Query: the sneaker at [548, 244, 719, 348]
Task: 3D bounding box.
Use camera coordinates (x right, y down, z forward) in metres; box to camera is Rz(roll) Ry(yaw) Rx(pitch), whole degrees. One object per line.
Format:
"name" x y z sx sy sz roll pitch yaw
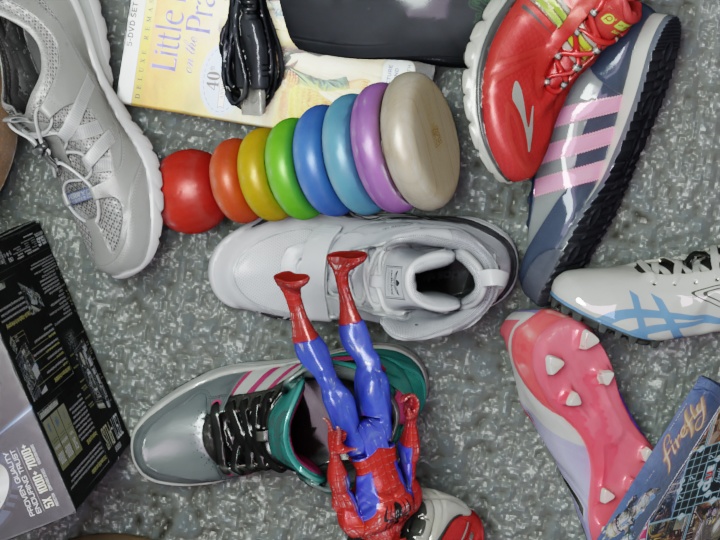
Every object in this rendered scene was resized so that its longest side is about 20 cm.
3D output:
"sneaker" 0.215 0.009 1.282 0.199 0.072 0.073 2 109 -12

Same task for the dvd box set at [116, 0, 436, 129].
"dvd box set" -0.047 -0.162 1.302 0.199 0.029 0.147 10 97 0

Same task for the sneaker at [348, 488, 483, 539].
"sneaker" 0.015 0.230 1.318 0.085 0.077 0.200 18 114 -38

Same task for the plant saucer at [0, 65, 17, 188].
"plant saucer" -0.315 -0.092 1.277 0.199 0.032 0.201 -1 71 2

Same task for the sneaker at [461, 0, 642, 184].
"sneaker" 0.123 -0.147 1.221 0.085 0.077 0.201 14 82 38

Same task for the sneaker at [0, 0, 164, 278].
"sneaker" -0.188 -0.087 1.278 0.075 0.082 0.201 -22 89 44

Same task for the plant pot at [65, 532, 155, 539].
"plant pot" -0.167 0.278 1.326 0.200 0.093 0.202 0 96 3

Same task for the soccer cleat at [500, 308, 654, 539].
"soccer cleat" 0.147 0.112 1.316 0.067 0.076 0.200 -31 113 -15

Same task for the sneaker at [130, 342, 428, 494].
"sneaker" -0.054 0.101 1.286 0.199 0.121 0.084 -16 96 4

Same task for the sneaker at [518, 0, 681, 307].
"sneaker" 0.131 -0.079 1.297 0.082 0.070 0.200 25 98 21

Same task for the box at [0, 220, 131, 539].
"box" -0.223 0.067 1.249 0.086 0.200 0.164 -22 96 5

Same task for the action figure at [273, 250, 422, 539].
"action figure" 0.002 0.092 1.220 0.065 0.052 0.201 -23 106 -30

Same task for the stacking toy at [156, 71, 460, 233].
"stacking toy" -0.043 -0.065 1.272 0.199 0.085 0.086 -9 96 24

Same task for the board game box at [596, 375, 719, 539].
"board game box" 0.217 0.180 1.301 0.135 0.035 0.200 28 97 -29

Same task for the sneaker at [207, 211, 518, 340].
"sneaker" 0.000 0.000 1.276 0.199 0.115 0.075 0 96 2

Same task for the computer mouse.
"computer mouse" 0.009 -0.165 1.258 0.199 0.053 0.139 0 95 1
